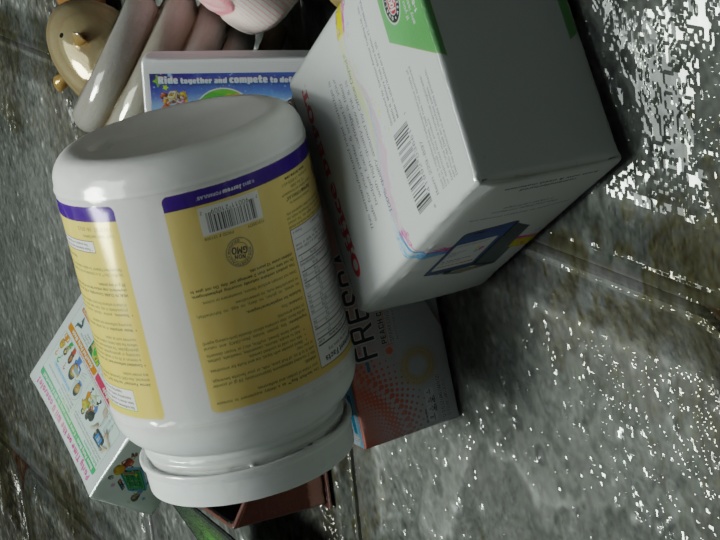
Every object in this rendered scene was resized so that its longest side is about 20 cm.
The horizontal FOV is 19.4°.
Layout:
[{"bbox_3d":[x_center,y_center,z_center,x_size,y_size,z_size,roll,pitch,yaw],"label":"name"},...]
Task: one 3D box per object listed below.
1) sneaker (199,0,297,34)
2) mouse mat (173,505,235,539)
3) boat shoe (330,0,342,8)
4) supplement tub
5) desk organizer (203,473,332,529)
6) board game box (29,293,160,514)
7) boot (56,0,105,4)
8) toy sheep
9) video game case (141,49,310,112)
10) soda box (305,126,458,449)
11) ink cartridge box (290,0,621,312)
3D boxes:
[{"bbox_3d":[-0.087,-0.210,1.344,0.075,0.104,0.201,-49,27,14],"label":"sneaker"},{"bbox_3d":[-0.081,0.239,1.579,0.162,0.008,0.200,58,164,-24],"label":"mouse mat"},{"bbox_3d":[-0.004,-0.244,1.173,0.066,0.074,0.202,-34,71,52],"label":"boat shoe"},{"bbox_3d":[-0.083,0.015,1.181,0.145,0.144,0.202,23,129,63],"label":"supplement tub"},{"bbox_3d":[-0.098,0.129,1.562,0.200,0.076,0.072,-163,63,-65],"label":"desk organizer"},{"bbox_3d":[-0.148,0.052,1.540,0.201,0.064,0.148,-54,42,17],"label":"board game box"},{"bbox_3d":[-0.221,-0.253,1.674,0.189,0.068,0.201,-127,32,-45],"label":"boot"},{"bbox_3d":[-0.113,-0.118,1.369,0.138,0.199,0.139,-156,90,-83],"label":"toy sheep"},{"bbox_3d":[-0.059,-0.039,1.316,0.018,0.142,0.202,-77,-14,-66],"label":"video game case"},{"bbox_3d":[0.000,0.000,1.257,0.063,0.068,0.202,19,124,63],"label":"soda box"},{"bbox_3d":[0.042,-0.081,1.110,0.200,0.087,0.147,134,122,-62],"label":"ink cartridge box"}]
